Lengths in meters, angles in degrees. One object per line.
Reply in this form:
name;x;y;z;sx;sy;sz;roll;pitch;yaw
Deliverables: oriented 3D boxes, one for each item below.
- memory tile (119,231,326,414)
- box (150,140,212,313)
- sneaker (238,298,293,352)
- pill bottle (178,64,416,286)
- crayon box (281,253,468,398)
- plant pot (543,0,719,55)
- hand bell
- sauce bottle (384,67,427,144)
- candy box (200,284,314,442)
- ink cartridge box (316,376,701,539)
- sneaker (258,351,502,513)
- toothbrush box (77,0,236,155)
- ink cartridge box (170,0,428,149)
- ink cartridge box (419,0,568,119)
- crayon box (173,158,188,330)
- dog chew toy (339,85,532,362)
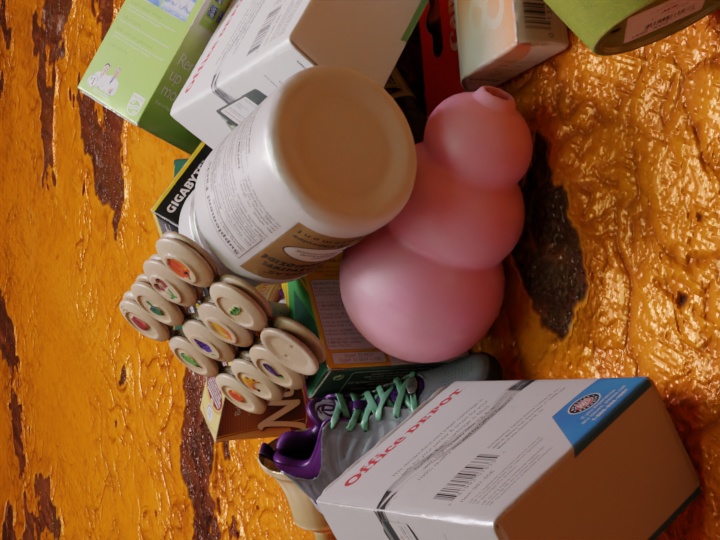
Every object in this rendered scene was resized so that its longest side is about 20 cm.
memory tile;-0.111;0.047;1.007;0.017;0.153;0.200;-55;6;-27
box;-0.114;-0.056;1.201;0.049;0.161;0.201;29;158;16
sneaker;-0.050;0.040;1.110;0.075;0.199;0.094;-8;72;27
pill bottle;-0.054;-0.054;0.925;0.199;0.113;0.116;-30;64;57
crayon box;0.000;0.000;1.054;0.052;0.124;0.202;125;137;-50
plant pot;0.135;-0.233;0.733;0.187;0.185;0.203;-37;73;59
hand bell;-0.031;0.257;1.201;0.104;0.103;0.203;25;124;62
sauce bottle;0.021;-0.122;1.065;0.201;0.065;0.067;-119;37;-49
candy box;-0.074;0.064;1.224;0.057;0.115;0.202;54;138;49
ink cartridge box;0.086;0.139;0.817;0.199;0.144;0.085;-8;114;59
sneaker;0.013;0.114;0.974;0.199;0.087;0.075;-40;28;27
toothbrush box;-0.137;-0.210;1.168;0.085;0.145;0.202;30;91;29
ink cartridge box;-0.046;-0.176;1.018;0.199;0.084;0.147;-15;43;56
ink cartridge box;0.075;-0.215;0.975;0.199;0.049;0.165;-19;73;60
crayon box;-0.159;-0.025;1.464;0.172;0.057;0.204;-174;83;-64
dog chew toy;0.061;-0.036;0.938;0.125;0.123;0.202;54;131;50
